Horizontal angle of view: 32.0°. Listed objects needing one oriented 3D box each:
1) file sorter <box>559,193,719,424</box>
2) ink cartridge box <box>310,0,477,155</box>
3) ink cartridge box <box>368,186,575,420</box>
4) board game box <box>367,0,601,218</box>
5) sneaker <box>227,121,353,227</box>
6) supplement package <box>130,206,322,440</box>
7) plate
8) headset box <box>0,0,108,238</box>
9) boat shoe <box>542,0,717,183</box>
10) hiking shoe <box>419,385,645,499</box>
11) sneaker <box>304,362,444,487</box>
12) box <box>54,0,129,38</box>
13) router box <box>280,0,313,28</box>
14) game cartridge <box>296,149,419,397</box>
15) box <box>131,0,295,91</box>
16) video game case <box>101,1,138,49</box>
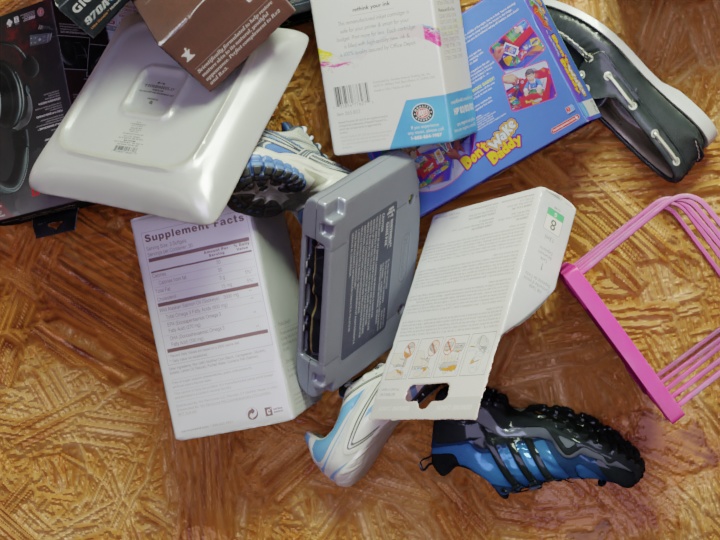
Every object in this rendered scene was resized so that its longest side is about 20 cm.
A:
[{"bbox_3d":[0.254,0.020,1.043,0.125,0.200,0.140,-37,87,6],"label":"file sorter"},{"bbox_3d":[0.024,-0.206,1.062,0.114,0.068,0.203,-4,101,27],"label":"ink cartridge box"},{"bbox_3d":[0.093,0.038,1.061,0.050,0.160,0.203,25,71,-27],"label":"ink cartridge box"},{"bbox_3d":[0.093,-0.146,1.107,0.199,0.045,0.136,-28,88,29],"label":"board game box"},{"bbox_3d":[-0.048,-0.089,1.106,0.077,0.199,0.086,-36,58,25],"label":"sneaker"},{"bbox_3d":[-0.119,0.038,1.148,0.116,0.117,0.203,-11,90,12],"label":"supplement package"},{"bbox_3d":[-0.167,-0.141,1.057,0.197,0.032,0.202,12,63,26],"label":"plate"},{"bbox_3d":[-0.300,-0.134,1.172,0.147,0.077,0.203,-10,90,29],"label":"headset box"},{"bbox_3d":[0.218,-0.157,1.097,0.199,0.076,0.061,38,81,7],"label":"boat shoe"},{"bbox_3d":[0.157,0.167,1.137,0.197,0.074,0.088,16,103,18],"label":"hiking shoe"},{"bbox_3d":[0.026,0.107,1.152,0.072,0.072,0.200,43,95,15],"label":"sneaker"},{"bbox_3d":[-0.211,-0.306,1.045,0.159,0.046,0.201,-43,48,7],"label":"box"},{"bbox_3d":[-0.040,-0.310,1.143,0.197,0.062,0.152,-12,92,10],"label":"router box"},{"bbox_3d":[0.000,0.000,1.094,0.041,0.132,0.202,30,131,32],"label":"game cartridge"},{"bbox_3d":[-0.143,-0.251,1.044,0.100,0.075,0.201,-41,47,8],"label":"box"},{"bbox_3d":[-0.181,-0.184,1.156,0.198,0.022,0.185,16,103,26],"label":"video game case"}]
